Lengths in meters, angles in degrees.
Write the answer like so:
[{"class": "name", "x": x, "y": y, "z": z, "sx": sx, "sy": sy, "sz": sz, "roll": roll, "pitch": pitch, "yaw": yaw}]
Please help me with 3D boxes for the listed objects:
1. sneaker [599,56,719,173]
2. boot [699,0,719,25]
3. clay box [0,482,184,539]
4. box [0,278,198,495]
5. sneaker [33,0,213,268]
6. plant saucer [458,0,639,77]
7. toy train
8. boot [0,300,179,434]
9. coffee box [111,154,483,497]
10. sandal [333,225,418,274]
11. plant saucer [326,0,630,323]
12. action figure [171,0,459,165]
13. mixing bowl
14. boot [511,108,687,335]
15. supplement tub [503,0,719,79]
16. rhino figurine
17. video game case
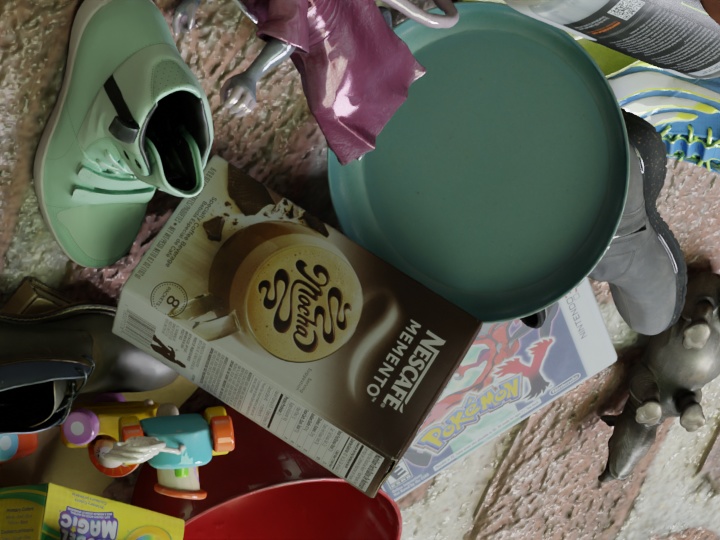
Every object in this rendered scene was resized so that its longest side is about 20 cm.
[{"class": "sneaker", "x": 0.241, "y": -0.101, "z": 1.703, "sx": 0.199, "sy": 0.105, "sz": 0.076, "roll": -8, "pitch": 131, "yaw": -26}, {"class": "boot", "x": 0.235, "y": -0.238, "z": 1.423, "sx": 0.188, "sy": 0.069, "sz": 0.200, "roll": -41, "pitch": 127, "yaw": 15}, {"class": "clay box", "x": -0.203, "y": 0.172, "z": 1.605, "sx": 0.199, "sy": 0.048, "sz": 0.115, "roll": -10, "pitch": 157, "yaw": 44}, {"class": "box", "x": -0.221, "y": 0.109, "z": 1.675, "sx": 0.200, "sy": 0.021, "sz": 0.163, "roll": -48, "pitch": 135, "yaw": 14}, {"class": "sneaker", "x": -0.141, "y": -0.057, "z": 1.505, "sx": 0.073, "sy": 0.118, "sz": 0.201, "roll": -10, "pitch": 134, "yaw": -25}, {"class": "plant saucer", "x": 0.147, "y": -0.207, "z": 1.606, "sx": 0.199, "sy": 0.031, "sz": 0.201, "roll": -16, "pitch": 134, "yaw": -17}, {"class": "toy train", "x": -0.172, "y": 0.119, "z": 1.581, "sx": 0.150, "sy": 0.199, "sz": 0.056, "roll": -15, "pitch": 104, "yaw": -48}, {"class": "boot", "x": -0.188, "y": 0.071, "z": 1.574, "sx": 0.199, "sy": 0.097, "sz": 0.075, "roll": 8, "pitch": 123, "yaw": -33}, {"class": "coffee box", "x": -0.040, "y": 0.035, "z": 1.563, "sx": 0.113, "sy": 0.199, "sz": 0.080, "roll": -57, "pitch": 176, "yaw": -25}, {"class": "sandal", "x": 0.000, "y": 0.000, "z": 1.641, "sx": 0.199, "sy": 0.054, "sz": 0.081, "roll": -9, "pitch": 115, "yaw": 5}, {"class": "plant saucer", "x": 0.076, "y": -0.068, "z": 1.576, "sx": 0.200, "sy": 0.200, "sz": 0.027, "roll": -50, "pitch": 167, "yaw": 17}, {"class": "action figure", "x": -0.030, "y": -0.153, "z": 1.474, "sx": 0.149, "sy": 0.134, "sz": 0.200, "roll": -38, "pitch": 140, "yaw": 4}, {"class": "mixing bowl", "x": -0.082, "y": 0.163, "z": 1.734, "sx": 0.199, "sy": 0.109, "sz": 0.201, "roll": -15, "pitch": 143, "yaw": -12}, {"class": "boot", "x": 0.149, "y": -0.004, "z": 1.681, "sx": 0.132, "sy": 0.070, "sz": 0.201, "roll": -43, "pitch": 138, "yaw": -25}, {"class": "supplement tub", "x": 0.181, "y": -0.189, "z": 1.530, "sx": 0.199, "sy": 0.123, "sz": 0.123, "roll": 17, "pitch": 118, "yaw": -39}, {"class": "rhino figurine", "x": 0.232, "y": 0.086, "z": 1.885, "sx": 0.060, "sy": 0.088, "sz": 0.201, "roll": 25, "pitch": 118, "yaw": -10}, {"class": "video game case", "x": 0.075, "y": 0.057, "z": 1.752, "sx": 0.199, "sy": 0.023, "sz": 0.183, "roll": -32, "pitch": 138, "yaw": -5}]
